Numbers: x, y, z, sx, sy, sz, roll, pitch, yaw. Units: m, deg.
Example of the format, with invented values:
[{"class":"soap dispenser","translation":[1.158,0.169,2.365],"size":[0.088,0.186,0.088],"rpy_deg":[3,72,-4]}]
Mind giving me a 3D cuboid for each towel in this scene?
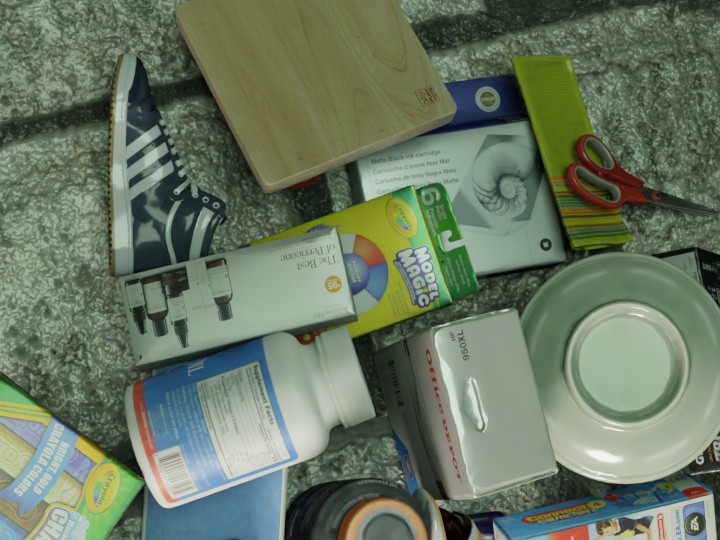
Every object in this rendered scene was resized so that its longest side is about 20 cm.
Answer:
[{"class":"towel","translation":[0.207,-0.118,1.385],"size":[0.085,0.018,0.202],"rpy_deg":[-6,75,-43]}]

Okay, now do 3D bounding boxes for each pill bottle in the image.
[{"class":"pill bottle","translation":[-0.003,0.232,1.209],"size":[0.105,0.200,0.108],"rpy_deg":[2,80,-13]},{"class":"pill bottle","translation":[-0.092,0.119,1.207],"size":[0.198,0.112,0.114],"rpy_deg":[-19,85,-1]}]

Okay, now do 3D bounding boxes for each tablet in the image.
[{"class":"tablet","translation":[-0.127,0.151,1.267],"size":[0.128,0.014,0.203],"rpy_deg":[3,85,3]}]

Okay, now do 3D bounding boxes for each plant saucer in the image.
[{"class":"plant saucer","translation":[0.228,0.081,1.217],"size":[0.197,0.050,0.203],"rpy_deg":[-1,82,4]}]

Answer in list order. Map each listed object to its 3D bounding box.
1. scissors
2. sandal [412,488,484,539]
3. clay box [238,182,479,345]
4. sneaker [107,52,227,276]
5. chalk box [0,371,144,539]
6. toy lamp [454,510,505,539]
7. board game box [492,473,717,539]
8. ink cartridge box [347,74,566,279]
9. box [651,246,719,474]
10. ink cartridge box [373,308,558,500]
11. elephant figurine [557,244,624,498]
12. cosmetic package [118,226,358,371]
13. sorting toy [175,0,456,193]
[{"class":"scissors","translation":[0.282,-0.070,1.402],"size":[0.199,0.014,0.074],"rpy_deg":[27,55,-25]},{"class":"sandal","translation":[0.092,0.269,1.256],"size":[0.059,0.079,0.208],"rpy_deg":[-18,123,-5]},{"class":"clay box","translation":[0.000,0.000,1.297],"size":[0.198,0.048,0.116],"rpy_deg":[-20,86,5]},{"class":"sneaker","translation":[-0.176,-0.095,1.287],"size":[0.107,0.070,0.203],"rpy_deg":[0,87,-9]},{"class":"chalk box","translation":[-0.264,0.197,1.188],"size":[0.199,0.124,0.124],"rpy_deg":[38,74,-4]},{"class":"toy lamp","translation":[0.178,0.260,1.328],"size":[0.198,0.058,0.059],"rpy_deg":[9,78,-16]},{"class":"board game box","translation":[0.230,0.306,1.290],"size":[0.193,0.056,0.203],"rpy_deg":[-10,104,-11]},{"class":"ink cartridge box","translation":[0.088,-0.089,1.370],"size":[0.197,0.041,0.203],"rpy_deg":[-10,83,-16]},{"class":"box","translation":[0.334,0.085,1.332],"size":[0.049,0.199,0.201],"rpy_deg":[-10,83,25]},{"class":"ink cartridge box","translation":[0.088,0.123,1.251],"size":[0.083,0.200,0.146],"rpy_deg":[-13,84,-15]},{"class":"elephant figurine","translation":[0.232,0.086,1.341],"size":[0.199,0.141,0.157],"rpy_deg":[-26,117,-32]},{"class":"cosmetic package","translation":[-0.107,0.026,1.248],"size":[0.197,0.051,0.084],"rpy_deg":[-14,82,0]},{"class":"sorting toy","translation":[-0.045,-0.179,1.318],"size":[0.197,0.070,0.201],"rpy_deg":[-22,71,-17]}]
